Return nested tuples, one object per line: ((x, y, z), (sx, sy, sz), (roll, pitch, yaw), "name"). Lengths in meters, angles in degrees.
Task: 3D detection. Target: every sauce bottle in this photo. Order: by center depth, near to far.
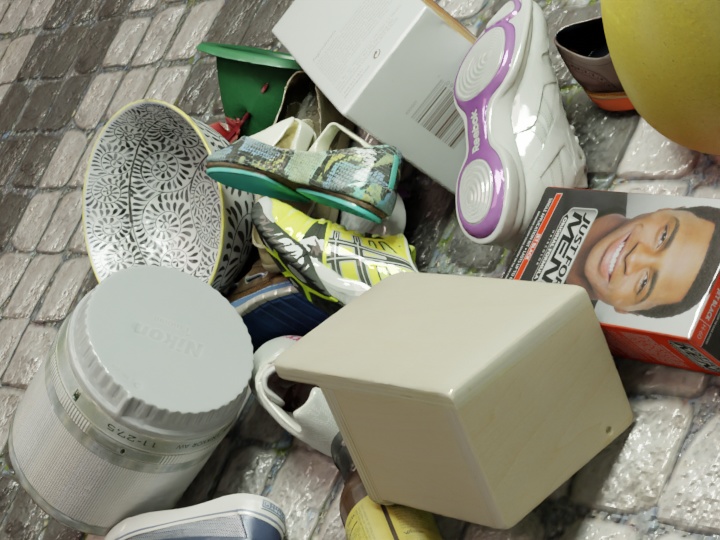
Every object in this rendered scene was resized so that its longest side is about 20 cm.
((0.022, 0.180, 1.210), (0.065, 0.065, 0.200), (-46, 32, 16), "sauce bottle")

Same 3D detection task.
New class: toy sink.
((0.059, 0.084, 1.162), (0.130, 0.112, 0.200), (-35, 23, -31), "toy sink")

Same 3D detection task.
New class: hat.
((-0.088, -0.113, 1.605), (0.200, 0.165, 0.177), (21, 104, 53), "hat")

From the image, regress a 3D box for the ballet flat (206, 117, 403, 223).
((-0.040, -0.085, 1.358), (0.200, 0.074, 0.074), (16, 74, 41), "ballet flat")

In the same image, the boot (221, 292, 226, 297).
((-0.169, 0.014, 1.625), (0.138, 0.077, 0.201), (-22, 58, 37), "boot")

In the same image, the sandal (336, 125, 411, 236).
((0.015, -0.060, 1.454), (0.083, 0.050, 0.203), (-59, 22, 28), "sandal")

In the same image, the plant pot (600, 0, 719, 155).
((0.236, -0.193, 1.118), (0.200, 0.142, 0.201), (-11, 66, 25), "plant pot")

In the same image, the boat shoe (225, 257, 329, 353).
((-0.065, 0.018, 1.468), (0.200, 0.072, 0.073), (-19, 46, 45), "boat shoe")

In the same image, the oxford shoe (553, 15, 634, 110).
((0.224, -0.162, 1.232), (0.200, 0.072, 0.071), (-10, 52, 45), "oxford shoe")

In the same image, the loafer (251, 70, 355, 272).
((-0.057, -0.087, 1.461), (0.076, 0.067, 0.200), (-18, 44, 33), "loafer")

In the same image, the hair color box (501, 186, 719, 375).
((0.184, 0.004, 1.150), (0.200, 0.061, 0.102), (8, 67, 55), "hair color box")

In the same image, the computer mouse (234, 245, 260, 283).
((-0.133, -0.055, 1.650), (0.140, 0.046, 0.200), (-35, 37, 29), "computer mouse")

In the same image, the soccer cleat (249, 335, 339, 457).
((-0.053, 0.086, 1.375), (0.070, 0.086, 0.200), (-57, 31, -2), "soccer cleat")

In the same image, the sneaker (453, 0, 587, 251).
((0.121, -0.103, 1.285), (0.075, 0.099, 0.201), (-18, 60, 52), "sneaker")

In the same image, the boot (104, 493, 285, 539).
((-0.146, 0.242, 1.372), (0.200, 0.073, 0.091), (-25, 37, 39), "boot")

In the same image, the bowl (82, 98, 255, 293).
((-0.152, -0.052, 1.542), (0.200, 0.094, 0.201), (6, 98, 46), "bowl")

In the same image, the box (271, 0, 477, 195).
((0.039, -0.165, 1.415), (0.106, 0.152, 0.200), (-51, 32, 10), "box")

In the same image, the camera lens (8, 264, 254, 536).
((-0.191, 0.111, 1.431), (0.200, 0.160, 0.160), (126, 155, -42), "camera lens")

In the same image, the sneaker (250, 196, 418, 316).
((0.000, 0.000, 1.344), (0.200, 0.075, 0.076), (37, 78, 18), "sneaker")
